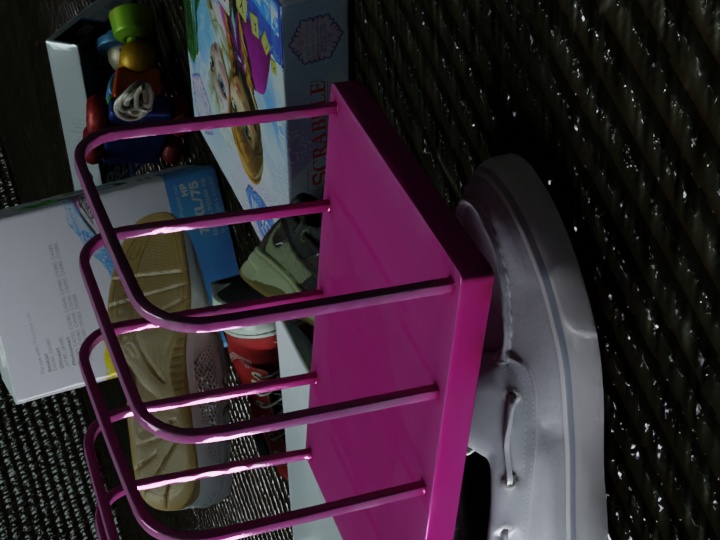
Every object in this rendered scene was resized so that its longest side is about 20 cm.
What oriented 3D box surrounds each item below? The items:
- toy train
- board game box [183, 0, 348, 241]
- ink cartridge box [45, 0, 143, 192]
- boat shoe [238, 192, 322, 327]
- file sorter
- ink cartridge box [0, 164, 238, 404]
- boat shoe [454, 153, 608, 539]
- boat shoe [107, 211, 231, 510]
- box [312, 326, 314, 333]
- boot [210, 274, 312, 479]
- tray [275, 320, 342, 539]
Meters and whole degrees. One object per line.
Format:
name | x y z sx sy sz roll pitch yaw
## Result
toy train | -0.182 -0.166 1.191 0.200 0.084 0.117 131 135 -71
board game box | -0.059 -0.121 0.868 0.201 0.041 0.201 -122 23 -45
ink cartridge box | -0.232 -0.139 1.340 0.100 0.039 0.202 -56 -29 -48
boat shoe | 0.001 0.000 0.730 0.200 0.071 0.067 23 93 60
file sorter | -0.042 0.052 0.577 0.139 0.124 0.202 -121 29 -49
ink cartridge box | -0.211 0.006 1.205 0.147 0.198 0.148 -168 64 -71
boat shoe | 0.054 0.055 0.598 0.072 0.068 0.202 -135 34 -60
boat shoe | -0.123 0.063 0.998 0.069 0.070 0.202 15 -114 -58
box | 0.024 0.123 0.811 0.137 0.037 0.202 -141 39 -65
boot | -0.049 0.073 0.963 0.200 0.072 0.146 -175 70 -81
tray | -0.018 0.128 0.850 0.108 0.022 0.202 -123 24 -47
